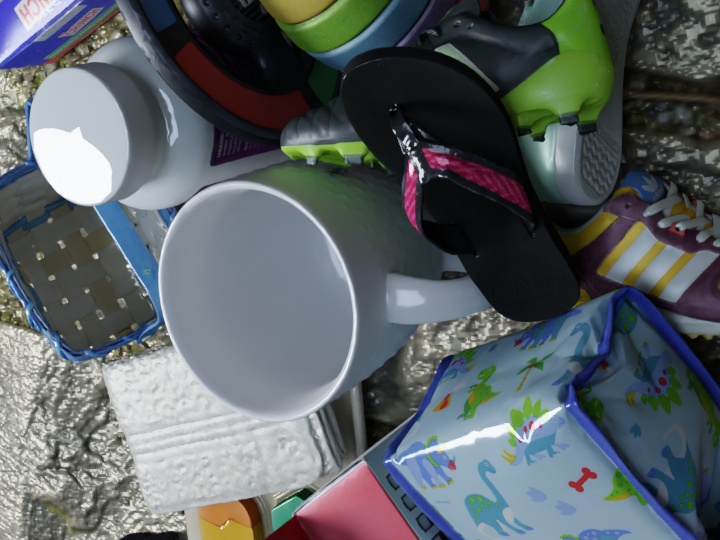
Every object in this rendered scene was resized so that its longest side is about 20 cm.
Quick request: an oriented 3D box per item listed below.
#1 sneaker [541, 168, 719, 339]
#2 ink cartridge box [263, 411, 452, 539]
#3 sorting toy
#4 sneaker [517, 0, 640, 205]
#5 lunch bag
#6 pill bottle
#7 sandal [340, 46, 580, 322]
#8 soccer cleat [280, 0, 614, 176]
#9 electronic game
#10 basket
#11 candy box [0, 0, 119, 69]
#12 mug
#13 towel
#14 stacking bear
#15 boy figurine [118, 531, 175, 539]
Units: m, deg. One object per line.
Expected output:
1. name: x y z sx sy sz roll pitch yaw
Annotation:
1. sneaker: 0.188 -0.014 0.655 0.197 0.075 0.092 -2 108 30
2. ink cartridge box: 0.055 0.209 0.738 0.084 0.175 0.201 -41 82 33
3. sorting toy: -0.078 0.160 0.888 0.197 0.036 0.189 2 105 31
4. sneaker: 0.102 -0.145 0.667 0.117 0.073 0.204 9 94 45
5. lunch bag: 0.145 0.129 0.671 0.201 0.128 0.169 49 141 -11
6. pill bottle: -0.121 -0.104 0.740 0.111 0.199 0.114 8 108 28
7. sandal: 0.059 -0.035 0.586 0.074 0.045 0.201 -19 125 31
8. soccer cleat: 0.044 -0.104 0.622 0.197 0.067 0.083 -9 82 24
9. electronic game: -0.081 -0.174 0.696 0.041 0.199 0.203 -23 92 35
10. basket: -0.202 -0.024 0.829 0.178 0.138 0.200 59 160 3
11. candy box: -0.249 -0.283 0.842 0.167 0.077 0.203 -24 90 33
12. mug: 0.000 0.000 0.712 0.197 0.175 0.150 5 107 29
13. towel: -0.108 0.111 0.855 0.197 0.034 0.135 -15 95 30
14. stacking bear: -0.025 -0.185 0.648 0.113 0.199 0.123 -39 42 23
15. boy figurine: -0.171 0.337 0.979 0.123 0.064 0.203 -13 98 33
